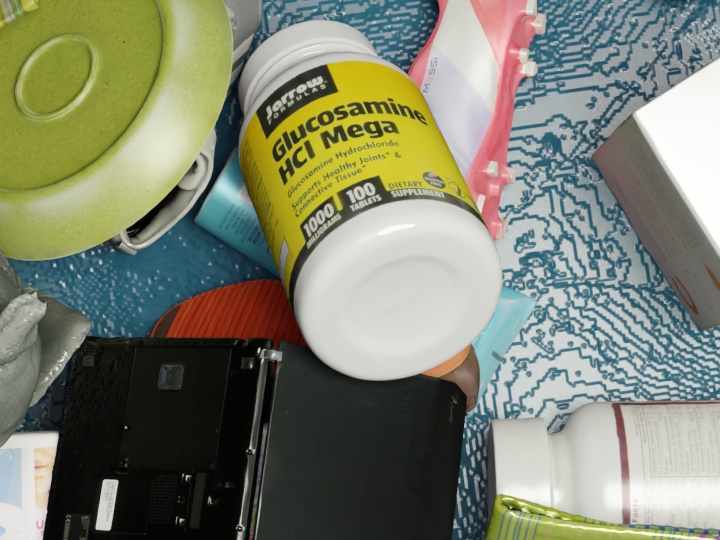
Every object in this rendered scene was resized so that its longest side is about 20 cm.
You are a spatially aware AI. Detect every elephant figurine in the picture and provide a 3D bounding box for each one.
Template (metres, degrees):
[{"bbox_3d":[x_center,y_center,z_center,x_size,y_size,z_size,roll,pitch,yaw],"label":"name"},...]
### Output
[{"bbox_3d":[-0.220,0.020,1.280,0.154,0.200,0.143,9,121,6],"label":"elephant figurine"}]

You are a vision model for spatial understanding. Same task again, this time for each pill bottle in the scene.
[{"bbox_3d":[0.173,0.128,1.344,0.198,0.110,0.111,-1,86,0],"label":"pill bottle"},{"bbox_3d":[-0.003,-0.045,1.293,0.112,0.113,0.201,-21,44,-2],"label":"pill bottle"}]

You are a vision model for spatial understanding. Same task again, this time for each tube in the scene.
[{"bbox_3d":[0.000,0.000,1.385,0.199,0.050,0.078,31,87,-4],"label":"tube"}]

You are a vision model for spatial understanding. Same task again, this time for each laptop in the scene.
[{"bbox_3d":[-0.060,0.134,1.281,0.198,0.103,0.179,-1,73,26],"label":"laptop"}]

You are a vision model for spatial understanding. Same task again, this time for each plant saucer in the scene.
[{"bbox_3d":[-0.164,-0.102,1.339,0.199,0.031,0.202,-15,56,24],"label":"plant saucer"}]

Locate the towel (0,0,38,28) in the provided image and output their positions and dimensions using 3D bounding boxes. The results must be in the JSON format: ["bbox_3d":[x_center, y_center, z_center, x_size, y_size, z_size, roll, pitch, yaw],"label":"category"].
[{"bbox_3d":[-0.283,-0.138,1.378,0.199,0.018,0.086,-27,52,2],"label":"towel"}]

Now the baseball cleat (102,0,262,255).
[{"bbox_3d":[-0.095,-0.101,1.359,0.069,0.106,0.202,19,92,-25],"label":"baseball cleat"}]

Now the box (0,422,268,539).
[{"bbox_3d":[-0.131,0.145,1.344,0.198,0.101,0.114,-3,85,-1],"label":"box"}]

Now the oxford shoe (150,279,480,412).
[{"bbox_3d":[-0.027,0.055,1.359,0.198,0.073,0.071,5,47,25],"label":"oxford shoe"}]

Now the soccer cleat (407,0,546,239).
[{"bbox_3d":[0.052,-0.076,1.378,0.076,0.067,0.202,10,78,20],"label":"soccer cleat"}]

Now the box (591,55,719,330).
[{"bbox_3d":[0.208,-0.047,1.311,0.097,0.200,0.125,-32,87,-3],"label":"box"}]

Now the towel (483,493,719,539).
[{"bbox_3d":[0.131,0.183,1.308,0.142,0.201,0.023,6,56,3],"label":"towel"}]
